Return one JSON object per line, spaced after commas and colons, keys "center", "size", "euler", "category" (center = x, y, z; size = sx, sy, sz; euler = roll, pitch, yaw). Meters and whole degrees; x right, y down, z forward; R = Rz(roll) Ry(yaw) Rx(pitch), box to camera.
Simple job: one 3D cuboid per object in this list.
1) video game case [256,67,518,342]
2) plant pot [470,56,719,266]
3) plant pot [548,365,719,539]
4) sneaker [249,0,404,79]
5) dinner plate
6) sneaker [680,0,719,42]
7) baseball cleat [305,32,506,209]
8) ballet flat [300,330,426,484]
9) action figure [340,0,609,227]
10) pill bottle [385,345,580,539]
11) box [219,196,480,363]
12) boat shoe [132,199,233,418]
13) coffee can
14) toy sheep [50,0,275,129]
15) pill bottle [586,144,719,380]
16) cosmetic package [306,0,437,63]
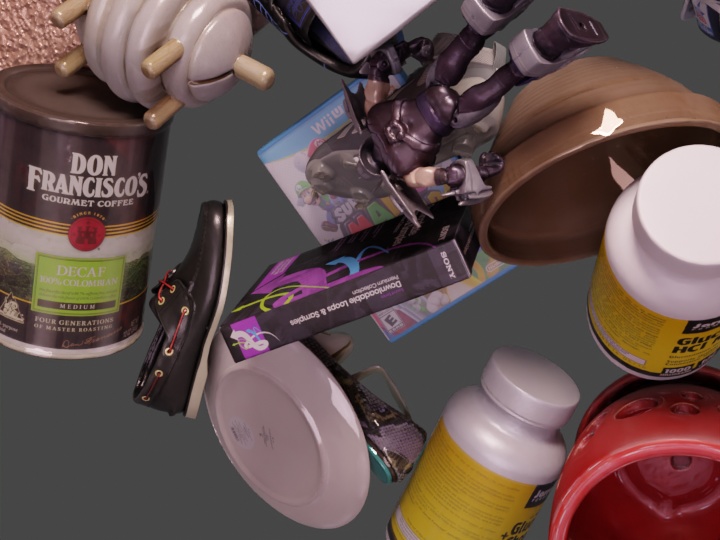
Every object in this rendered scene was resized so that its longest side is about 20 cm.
{"center": [0.026, -0.055, 0.963], "size": [0.142, 0.018, 0.201], "euler": [-32, 100, 22], "category": "video game case"}
{"center": [0.169, -0.090, 0.856], "size": [0.199, 0.200, 0.094], "euler": [-26, 64, 20], "category": "plant pot"}
{"center": [0.249, 0.181, 0.912], "size": [0.197, 0.183, 0.203], "euler": [4, 112, 10], "category": "plant pot"}
{"center": [-0.052, -0.219, 0.880], "size": [0.199, 0.078, 0.070], "euler": [38, 111, 4], "category": "sneaker"}
{"center": [-0.074, 0.140, 1.005], "size": [0.199, 0.024, 0.203], "euler": [23, 127, 35], "category": "dinner plate"}
{"center": [0.229, -0.211, 0.792], "size": [0.197, 0.070, 0.110], "euler": [0, 128, -27], "category": "sneaker"}
{"center": [0.039, -0.117, 0.896], "size": [0.198, 0.108, 0.069], "euler": [-15, 141, 43], "category": "baseball cleat"}
{"center": [-0.018, 0.095, 1.001], "size": [0.200, 0.072, 0.072], "euler": [43, 115, 18], "category": "ballet flat"}
{"center": [0.062, -0.114, 0.766], "size": [0.200, 0.069, 0.131], "euler": [-39, 84, 37], "category": "action figure"}
{"center": [0.106, 0.169, 0.978], "size": [0.111, 0.112, 0.202], "euler": [25, 114, 2], "category": "pill bottle"}
{"center": [0.000, 0.000, 0.903], "size": [0.197, 0.143, 0.037], "euler": [-19, 104, 18], "category": "box"}
{"center": [-0.150, 0.032, 0.996], "size": [0.062, 0.074, 0.204], "euler": [12, 111, -13], "category": "boat shoe"}
{"center": [-0.238, -0.050, 0.954], "size": [0.144, 0.147, 0.203], "euler": [15, 113, 6], "category": "coffee can"}
{"center": [-0.151, -0.183, 0.890], "size": [0.199, 0.138, 0.139], "euler": [33, 114, 14], "category": "toy sheep"}
{"center": [0.225, -0.003, 0.824], "size": [0.111, 0.200, 0.114], "euler": [-2, 67, 5], "category": "pill bottle"}
{"center": [0.032, -0.218, 0.802], "size": [0.101, 0.200, 0.072], "euler": [-33, 101, 22], "category": "cosmetic package"}
